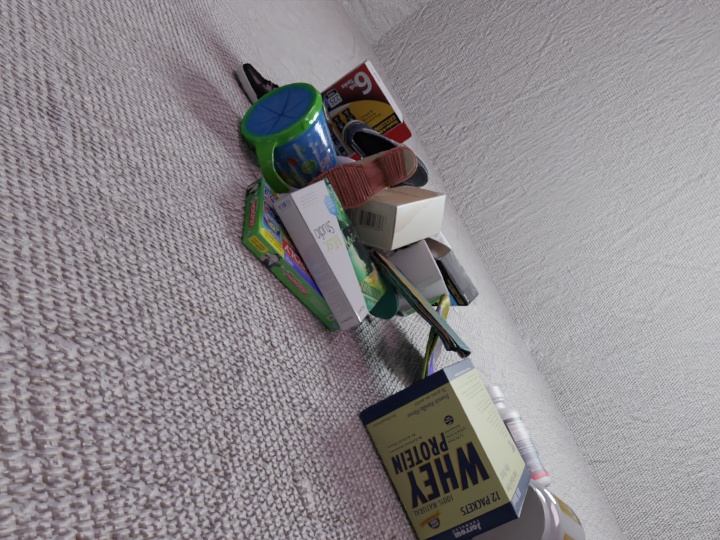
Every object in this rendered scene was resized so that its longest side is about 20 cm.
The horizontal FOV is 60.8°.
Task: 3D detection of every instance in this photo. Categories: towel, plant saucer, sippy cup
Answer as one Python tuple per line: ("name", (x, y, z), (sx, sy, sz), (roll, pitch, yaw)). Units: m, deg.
("towel", (0.140, 0.137, 1.143), (0.200, 0.023, 0.145), (-48, 148, -70))
("plant saucer", (0.089, -0.058, 1.276), (0.198, 0.032, 0.200), (18, -2, 1))
("towel", (0.097, 0.058, 0.985), (0.200, 0.022, 0.147), (50, 6, 22))
("sippy cup", (-0.104, -0.207, 0.989), (0.139, 0.178, 0.131), (36, -17, 44))

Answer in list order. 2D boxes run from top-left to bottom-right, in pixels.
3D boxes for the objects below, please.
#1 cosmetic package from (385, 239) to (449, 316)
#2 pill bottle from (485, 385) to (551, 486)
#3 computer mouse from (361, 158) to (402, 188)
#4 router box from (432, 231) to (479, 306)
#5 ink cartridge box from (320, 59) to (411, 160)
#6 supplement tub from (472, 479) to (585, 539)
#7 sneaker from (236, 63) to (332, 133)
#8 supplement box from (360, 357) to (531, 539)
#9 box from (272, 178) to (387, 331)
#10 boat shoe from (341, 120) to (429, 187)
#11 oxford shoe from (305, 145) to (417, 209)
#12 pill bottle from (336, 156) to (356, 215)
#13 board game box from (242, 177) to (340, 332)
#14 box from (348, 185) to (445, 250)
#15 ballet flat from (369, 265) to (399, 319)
("cosmetic package", (0.102, 0.020, 1.178), (0.085, 0.107, 0.200), (65, 7, 14))
("pill bottle", (0.265, 0.331, 1.169), (0.119, 0.119, 0.201), (31, 32, -59))
("computer mouse", (0.008, -0.203, 1.290), (0.046, 0.140, 0.201), (-9, 62, -48))
("router box", (0.171, -0.007, 1.440), (0.201, 0.051, 0.149), (56, -26, -14))
("ink cartridge box", (-0.022, -0.278, 1.203), (0.176, 0.199, 0.084), (54, 17, -16))
("supplement tub", (0.266, 0.415, 0.982), (0.200, 0.144, 0.145), (44, 23, -44))
("sneaker", (-0.124, -0.310, 1.112), (0.200, 0.111, 0.073), (52, 17, -25))
("supplement box", (0.128, 0.249, 0.869), (0.201, 0.134, 0.200), (63, 17, 12))
("box", (-0.037, -0.029, 0.890), (0.201, 0.036, 0.144), (62, 24, -7))
("boat shoe", (0.055, -0.212, 1.153), (0.199, 0.075, 0.062), (35, 14, -25))
("oxford shoe", (-0.005, -0.145, 1.003), (0.074, 0.198, 0.071), (15, -57, 68))
("pill bottle", (-0.015, -0.149, 1.162), (0.113, 0.112, 0.200), (62, 16, 6))
("board game box", (-0.090, -0.021, 0.870), (0.200, 0.029, 0.135), (49, 19, -35))
("box", (0.068, -0.098, 1.090), (0.200, 0.094, 0.079), (-22, 124, -58))
("ballet flat", (0.000, 0.000, 1.044), (0.201, 0.074, 0.075), (54, 17, -30))
